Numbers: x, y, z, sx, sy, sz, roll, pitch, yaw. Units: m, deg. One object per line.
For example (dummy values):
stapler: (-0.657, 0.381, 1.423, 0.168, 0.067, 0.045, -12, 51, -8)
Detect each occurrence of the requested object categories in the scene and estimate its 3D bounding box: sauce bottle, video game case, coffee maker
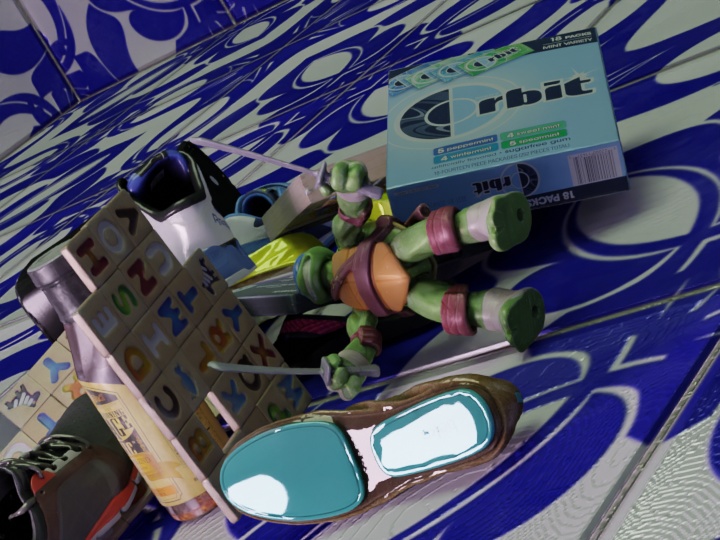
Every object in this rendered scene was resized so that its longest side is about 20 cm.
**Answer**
sauce bottle: (-0.150, 0.071, 1.274, 0.066, 0.200, 0.066, -30, 12, 7)
video game case: (0.000, 0.000, 1.459, 0.200, 0.019, 0.143, -19, 7, -30)
coffee maker: (-0.219, -0.011, 1.790, 0.200, 0.135, 0.192, -37, -10, 19)

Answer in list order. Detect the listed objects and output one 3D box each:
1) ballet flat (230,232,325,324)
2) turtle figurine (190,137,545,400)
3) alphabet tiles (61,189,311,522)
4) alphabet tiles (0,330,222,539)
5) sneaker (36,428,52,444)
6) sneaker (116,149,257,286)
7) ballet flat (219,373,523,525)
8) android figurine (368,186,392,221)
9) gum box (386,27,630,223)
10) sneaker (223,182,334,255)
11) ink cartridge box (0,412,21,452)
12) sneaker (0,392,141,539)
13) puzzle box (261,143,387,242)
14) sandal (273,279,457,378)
ballet flat: (-0.114, 0.034, 1.631, 0.200, 0.067, 0.067, -29, 37, 0)
turtle figurine: (0.007, 0.007, 1.249, 0.193, 0.200, 0.144, -3, 68, 34)
alphabet tiles: (-0.114, 0.045, 1.261, 0.008, 0.200, 0.167, -30, 12, 26)
alphabet tiles: (-0.192, 0.112, 1.371, 0.167, 0.008, 0.200, 33, 77, 38)
sneaker: (-0.167, 0.092, 1.424, 0.200, 0.076, 0.088, -30, 58, 0)
sneaker: (-0.147, -0.041, 1.562, 0.080, 0.115, 0.199, -27, 9, -15)
ballet flat: (0.012, 0.102, 1.133, 0.200, 0.068, 0.072, -23, -4, 30)
android figurine: (0.087, -0.063, 1.503, 0.199, 0.041, 0.182, -18, 8, 7)
gum box: (0.105, -0.107, 1.436, 0.169, 0.045, 0.200, -11, 29, 9)
sneaker: (-0.063, -0.052, 1.767, 0.074, 0.082, 0.200, -24, 14, 32)
ink cartridge box: (-0.345, 0.168, 1.624, 0.116, 0.068, 0.200, -37, 15, -22)
sneaker: (-0.206, 0.145, 1.285, 0.077, 0.082, 0.200, -9, 41, 24)
puzzle box: (-0.005, -0.071, 1.596, 0.133, 0.026, 0.200, -20, -4, -13)
sandal: (-0.016, 0.036, 1.435, 0.200, 0.045, 0.075, -23, 16, 31)
